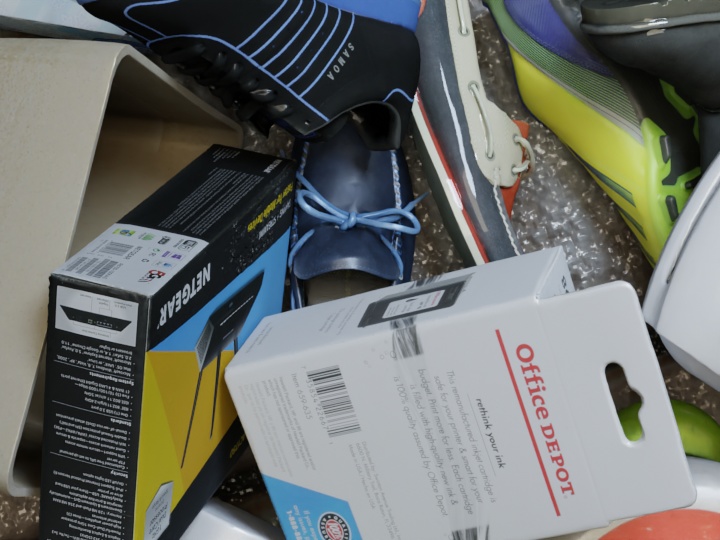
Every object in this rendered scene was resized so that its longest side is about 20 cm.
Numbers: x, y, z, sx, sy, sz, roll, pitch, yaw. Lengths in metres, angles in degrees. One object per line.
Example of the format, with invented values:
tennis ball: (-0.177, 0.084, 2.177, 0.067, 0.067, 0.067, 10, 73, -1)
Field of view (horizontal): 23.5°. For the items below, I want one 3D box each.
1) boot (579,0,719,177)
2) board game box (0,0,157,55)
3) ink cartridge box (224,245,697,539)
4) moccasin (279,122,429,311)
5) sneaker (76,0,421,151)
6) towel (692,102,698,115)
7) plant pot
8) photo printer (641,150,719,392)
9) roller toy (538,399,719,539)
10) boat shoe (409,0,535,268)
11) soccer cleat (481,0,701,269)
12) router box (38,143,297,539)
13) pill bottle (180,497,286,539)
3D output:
boot: (0.183, -0.042, 0.867, 0.180, 0.072, 0.202, -6, 105, -32)
board game box: (-0.122, -0.218, 0.905, 0.197, 0.043, 0.202, 12, 87, 17)
ink cartridge box: (0.051, 0.064, 0.806, 0.198, 0.067, 0.117, -13, 107, 21)
moccasin: (0.000, 0.000, 0.905, 0.080, 0.068, 0.202, -4, 86, -1)
sneaker: (-0.048, -0.103, 0.814, 0.199, 0.070, 0.079, 5, 86, -39)
towel: (0.214, -0.159, 0.940, 0.146, 0.022, 0.201, -30, 87, -3)
plant pot: (-0.188, -0.010, 0.851, 0.175, 0.200, 0.202, 13, 86, 13)
photo printer: (0.238, 0.004, 0.822, 0.199, 0.069, 0.167, 30, 98, -25)
roller toy: (0.155, 0.185, 0.859, 0.182, 0.140, 0.200, -39, 88, -2)
boat shoe: (0.058, -0.072, 0.913, 0.062, 0.071, 0.202, -21, 83, -4)
soccer cleat: (0.132, -0.079, 0.921, 0.065, 0.083, 0.201, -38, 104, -38)
router box: (-0.087, 0.040, 0.815, 0.051, 0.200, 0.151, 12, 113, 12)
pill bottle: (-0.101, 0.217, 0.869, 0.112, 0.113, 0.202, 24, 87, 1)
